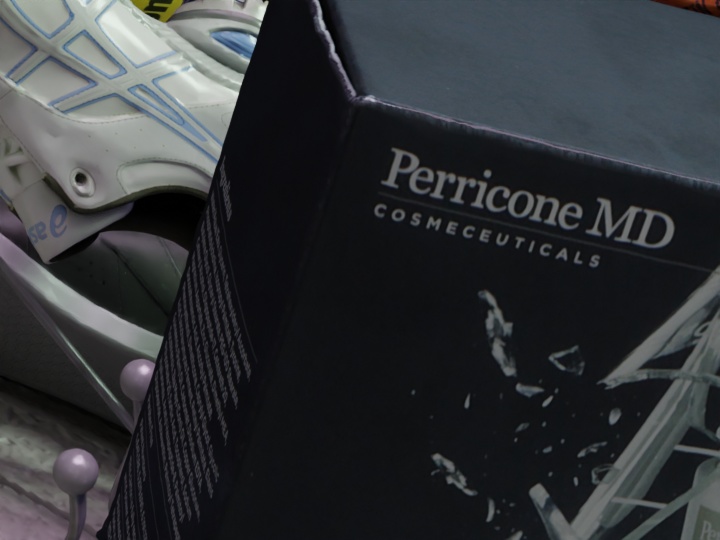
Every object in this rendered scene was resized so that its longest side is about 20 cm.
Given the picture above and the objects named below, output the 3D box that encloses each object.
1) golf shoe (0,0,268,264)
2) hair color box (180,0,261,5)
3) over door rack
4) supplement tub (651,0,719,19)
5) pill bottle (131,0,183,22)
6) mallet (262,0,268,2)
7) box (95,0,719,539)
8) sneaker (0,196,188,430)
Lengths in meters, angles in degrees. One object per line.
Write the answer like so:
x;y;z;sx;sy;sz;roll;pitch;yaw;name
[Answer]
-0.101;-0.055;0.855;0.200;0.097;0.078;19;-18;-17;golf shoe
-0.037;-0.073;1.166;0.100;0.061;0.200;23;11;-8;hair color box
-0.105;0.034;0.846;0.200;0.067;0.148;41;22;-4;over door rack
0.146;-0.069;0.783;0.122;0.123;0.200;36;-4;35;supplement tub
-0.131;-0.170;1.298;0.200;0.111;0.111;1;29;-37;pill bottle
0.000;0.000;0.949;0.041;0.200;0.066;-11;-5;31;mallet
0.054;0.042;0.667;0.200;0.197;0.124;12;24;-14;box
-0.095;-0.011;0.976;0.200;0.071;0.099;27;54;3;sneaker
